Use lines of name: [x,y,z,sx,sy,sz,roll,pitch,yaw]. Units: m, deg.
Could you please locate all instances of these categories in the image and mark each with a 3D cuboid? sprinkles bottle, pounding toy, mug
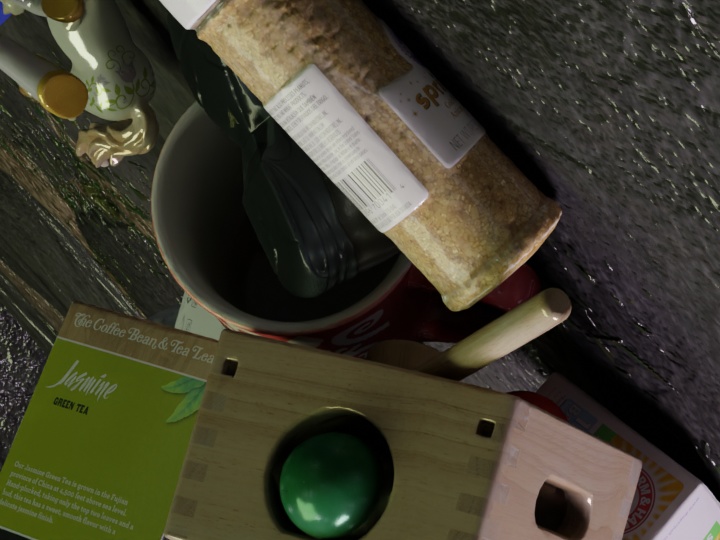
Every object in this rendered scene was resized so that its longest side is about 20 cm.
sprinkles bottle: [-0.002,-0.075,1.206,0.200,0.068,0.068,47,169,-4]
pounding toy: [0.030,0.083,1.258,0.184,0.142,0.200,12,171,29]
mug: [-0.010,0.006,1.380,0.178,0.133,0.200,46,173,14]

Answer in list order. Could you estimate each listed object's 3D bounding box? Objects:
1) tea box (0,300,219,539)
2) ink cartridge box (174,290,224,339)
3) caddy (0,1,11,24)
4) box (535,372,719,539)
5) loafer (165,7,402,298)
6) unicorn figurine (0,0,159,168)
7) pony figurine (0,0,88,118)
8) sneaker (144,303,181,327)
tea box: [-0.080,0.148,1.424,0.134,0.197,0.200,14,167,42]
ink cartridge box: [-0.057,0.009,1.637,0.039,0.100,0.200,16,-179,-19]
caddy: [-0.286,-0.200,1.731,0.141,0.105,0.200,52,168,-24]
box: [0.088,0.170,1.386,0.112,0.200,0.101,36,173,37]
loafer: [-0.035,-0.089,1.272,0.200,0.072,0.073,68,162,4]
unicorn figurine: [-0.170,-0.150,1.582,0.200,0.074,0.137,51,160,-22]
pony figurine: [-0.239,-0.162,1.396,0.193,0.167,0.200,34,176,-40]
sneaker: [-0.082,0.098,1.761,0.200,0.076,0.081,44,170,39]
